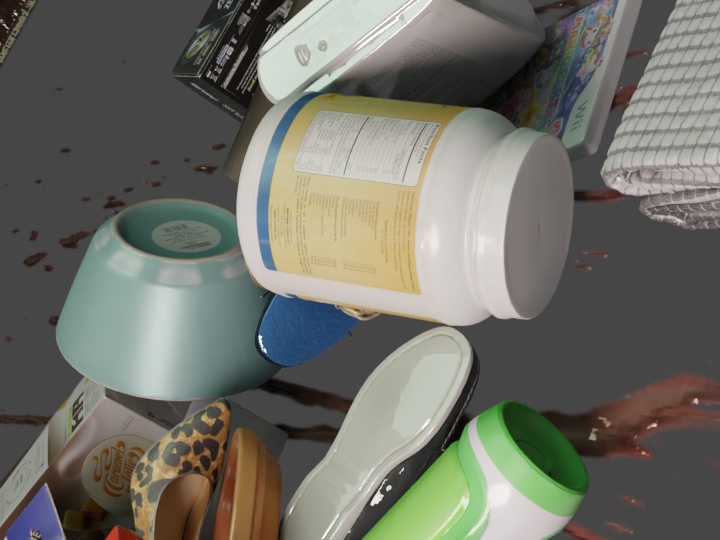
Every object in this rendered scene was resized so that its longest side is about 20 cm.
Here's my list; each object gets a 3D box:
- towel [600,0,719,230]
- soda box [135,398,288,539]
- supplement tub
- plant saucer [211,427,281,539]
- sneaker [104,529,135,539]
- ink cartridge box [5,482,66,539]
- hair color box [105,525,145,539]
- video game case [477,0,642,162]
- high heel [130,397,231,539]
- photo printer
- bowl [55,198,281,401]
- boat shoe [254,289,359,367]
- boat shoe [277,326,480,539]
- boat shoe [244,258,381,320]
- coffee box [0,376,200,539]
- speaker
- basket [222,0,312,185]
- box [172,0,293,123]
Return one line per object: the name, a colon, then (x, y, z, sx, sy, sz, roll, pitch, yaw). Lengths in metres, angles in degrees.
towel: (0.244, -0.108, 0.980, 0.167, 0.085, 0.200, -62, 22, -12)
soda box: (-0.132, 0.206, 1.350, 0.063, 0.068, 0.202, -12, 51, 56)
supplement tub: (0.031, -0.042, 1.150, 0.198, 0.145, 0.146, 9, 64, 27)
plant saucer: (-0.087, 0.215, 1.210, 0.200, 0.037, 0.203, -170, 90, -83)
sneaker: (-0.248, 0.286, 1.492, 0.199, 0.078, 0.078, -27, 25, 45)
ink cartridge box: (-0.241, 0.284, 1.307, 0.047, 0.202, 0.198, -20, -11, -26)
hair color box: (-0.099, 0.259, 1.058, 0.111, 0.199, 0.064, -53, 23, 9)
video game case: (0.129, -0.127, 1.301, 0.199, 0.018, 0.144, -21, 43, 54)
high heel: (-0.121, 0.205, 1.238, 0.142, 0.071, 0.201, 37, 98, 44)
photo printer: (0.040, -0.165, 1.276, 0.166, 0.199, 0.070, -36, 67, 25)
bowl: (-0.153, 0.011, 1.405, 0.201, 0.198, 0.106, -108, 21, -60)
boat shoe: (-0.015, 0.000, 1.383, 0.200, 0.084, 0.069, -48, 13, -17)
boat shoe: (0.021, 0.127, 1.157, 0.200, 0.060, 0.076, -50, 45, 14)
boat shoe: (0.000, 0.000, 1.271, 0.198, 0.072, 0.066, -4, 63, 23)
coffee box: (-0.242, 0.185, 1.535, 0.200, 0.114, 0.080, -49, 26, 19)
speaker: (0.047, 0.172, 1.023, 0.200, 0.088, 0.089, -49, 25, 21)
basket: (-0.027, -0.149, 1.496, 0.180, 0.135, 0.201, 40, 102, 43)
box: (-0.055, -0.226, 1.601, 0.201, 0.163, 0.086, -61, 24, -6)
